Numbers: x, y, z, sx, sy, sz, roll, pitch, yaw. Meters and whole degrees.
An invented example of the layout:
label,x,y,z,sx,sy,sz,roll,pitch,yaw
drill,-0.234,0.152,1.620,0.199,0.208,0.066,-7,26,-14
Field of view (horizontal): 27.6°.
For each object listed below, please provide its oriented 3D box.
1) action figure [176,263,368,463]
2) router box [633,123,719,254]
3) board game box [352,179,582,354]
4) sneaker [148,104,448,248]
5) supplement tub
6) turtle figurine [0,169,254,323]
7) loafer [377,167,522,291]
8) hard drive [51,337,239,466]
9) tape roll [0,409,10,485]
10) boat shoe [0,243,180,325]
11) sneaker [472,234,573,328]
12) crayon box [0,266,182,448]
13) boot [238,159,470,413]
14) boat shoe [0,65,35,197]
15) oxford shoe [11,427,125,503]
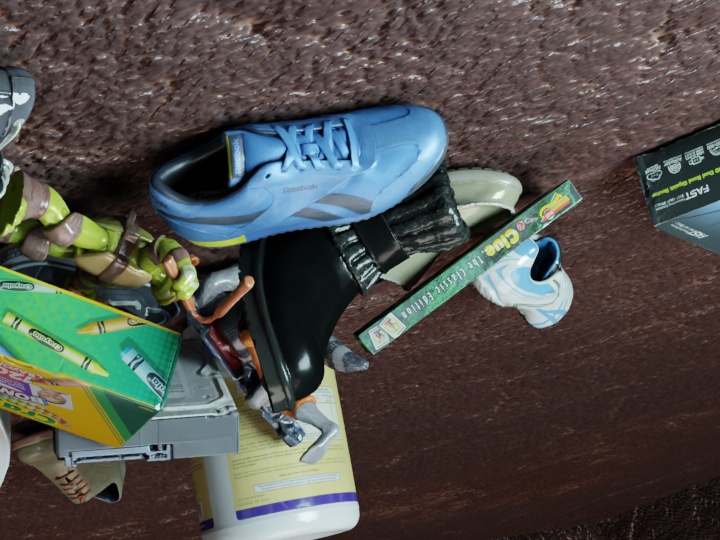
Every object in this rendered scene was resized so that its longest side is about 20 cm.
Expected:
label,x,y,z,sx,sy,sz,roll,pitch,yaw
action figure,-0.060,0.067,1.173,0.104,0.194,0.201,-34,126,-1
router box,0.334,-0.073,1.206,0.149,0.063,0.199,-22,161,29
board game box,0.080,-0.001,1.150,0.199,0.024,0.105,-36,177,-3
sneaker,-0.041,-0.067,0.946,0.197,0.067,0.079,-15,159,6
supplement tub,-0.086,0.144,1.323,0.143,0.203,0.146,-10,168,-2
turtle figurine,-0.166,-0.014,0.968,0.160,0.065,0.199,24,163,-33
loafer,0.036,-0.021,1.137,0.198,0.069,0.076,-19,162,19
hard drive,-0.177,0.099,1.163,0.138,0.038,0.200,-3,-165,-13
tape roll,-0.369,0.116,1.123,0.199,0.071,0.204,-7,135,-7
boat shoe,-0.199,0.029,1.121,0.071,0.069,0.200,-20,161,20
sneaker,0.160,0.004,1.315,0.072,0.073,0.199,-29,162,19
crayon box,-0.232,0.051,0.988,0.198,0.059,0.119,21,155,-15
boot,-0.001,-0.002,0.995,0.155,0.213,0.080,-11,132,5
boat shoe,-0.225,-0.048,0.843,0.062,0.073,0.201,-13,154,-27
oxford shoe,-0.309,0.214,1.604,0.070,0.076,0.200,-18,162,18
